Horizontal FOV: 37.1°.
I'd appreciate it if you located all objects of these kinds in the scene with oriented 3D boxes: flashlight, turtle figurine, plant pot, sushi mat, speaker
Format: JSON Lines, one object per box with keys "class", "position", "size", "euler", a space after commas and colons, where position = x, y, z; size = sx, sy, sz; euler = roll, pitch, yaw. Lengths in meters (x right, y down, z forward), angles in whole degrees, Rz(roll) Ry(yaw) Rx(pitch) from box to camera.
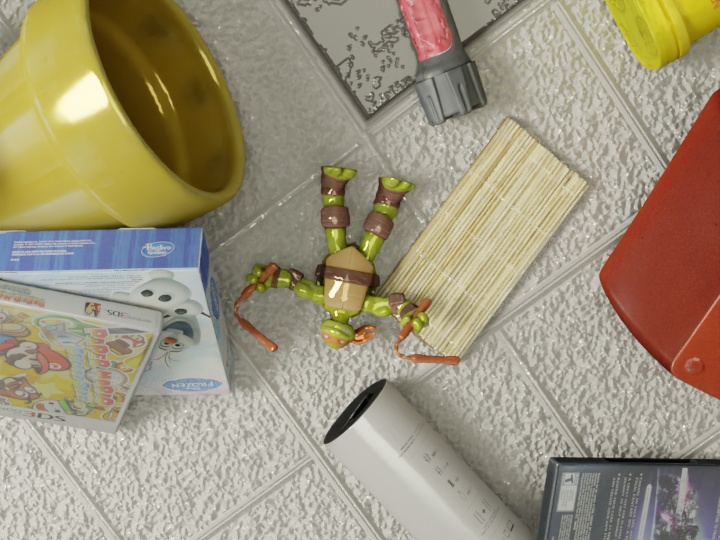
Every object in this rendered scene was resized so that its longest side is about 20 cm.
{"class": "flashlight", "position": [0.043, -0.220, 0.877], "size": [0.067, 0.068, 0.203], "euler": [-19, 97, 2]}
{"class": "turtle figurine", "position": [0.000, 0.000, 0.914], "size": [0.196, 0.064, 0.164], "euler": [12, 91, 7]}
{"class": "plant pot", "position": [0.320, 0.013, 0.828], "size": [0.198, 0.177, 0.202], "euler": [26, 118, -4]}
{"class": "plant pot", "position": [-0.220, -0.107, 0.844], "size": [0.187, 0.201, 0.203], "euler": [-24, 98, 19]}
{"class": "sushi mat", "position": [0.104, -0.023, 0.935], "size": [0.095, 0.012, 0.201], "euler": [36, 97, -5]}
{"class": "speaker", "position": [0.060, 0.190, 0.934], "size": [0.081, 0.081, 0.200], "euler": [-43, 96, 7]}

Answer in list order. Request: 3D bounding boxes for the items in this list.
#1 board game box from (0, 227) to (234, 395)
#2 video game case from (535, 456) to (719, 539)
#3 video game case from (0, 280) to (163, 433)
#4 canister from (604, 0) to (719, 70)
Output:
{"class": "board game box", "position": [-0.211, 0.039, 0.868], "size": [0.196, 0.200, 0.044], "euler": [-1, 56, 0]}
{"class": "video game case", "position": [0.243, 0.235, 0.938], "size": [0.197, 0.019, 0.146], "euler": [4, 99, -21]}
{"class": "video game case", "position": [-0.265, 0.071, 0.855], "size": [0.179, 0.201, 0.023], "euler": [12, 55, -17]}
{"class": "canister", "position": [0.288, -0.277, 0.858], "size": [0.198, 0.087, 0.150], "euler": [-30, 98, 3]}
